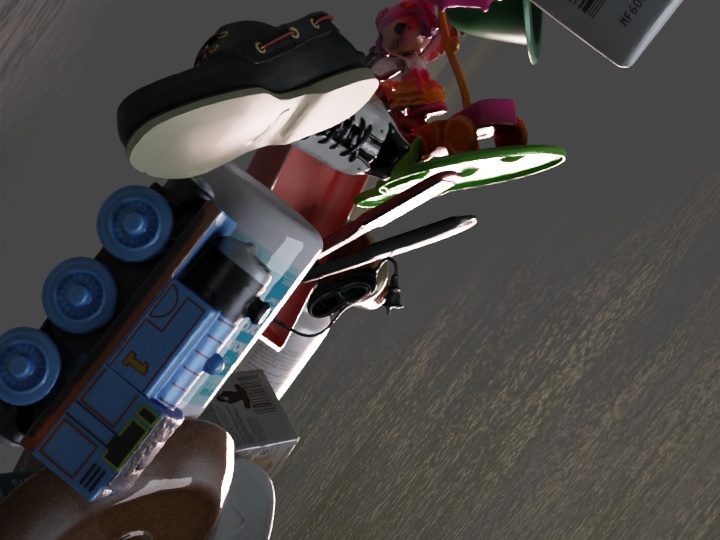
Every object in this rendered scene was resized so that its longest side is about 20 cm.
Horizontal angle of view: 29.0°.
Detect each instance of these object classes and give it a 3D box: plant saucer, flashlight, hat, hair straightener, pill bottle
[{"bbox_3d":[-0.059,-0.047,1.127,0.201,0.037,0.200,-63,163,-7],"label":"plant saucer"},{"bbox_3d":[0.033,-0.171,1.346,0.068,0.068,0.200,-55,175,2],"label":"flashlight"},{"bbox_3d":[0.093,-0.284,1.410,0.166,0.175,0.202,-30,120,-75],"label":"hat"},{"bbox_3d":[0.000,0.000,1.047,0.199,0.077,0.041,-26,170,18],"label":"hair straightener"},{"bbox_3d":[-0.098,0.058,1.499,0.200,0.114,0.114,-54,176,18],"label":"pill bottle"},{"bbox_3d":[-0.167,0.178,0.948,0.199,0.037,0.201,-26,150,-16],"label":"plant saucer"},{"bbox_3d":[-0.123,0.027,0.940,0.200,0.111,0.111,-53,176,5],"label":"pill bottle"}]

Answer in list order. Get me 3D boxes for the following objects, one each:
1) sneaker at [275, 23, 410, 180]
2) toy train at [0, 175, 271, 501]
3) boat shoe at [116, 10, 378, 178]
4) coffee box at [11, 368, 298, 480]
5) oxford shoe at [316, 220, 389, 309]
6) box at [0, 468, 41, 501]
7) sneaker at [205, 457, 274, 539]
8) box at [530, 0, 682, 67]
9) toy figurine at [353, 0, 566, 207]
[{"bbox_3d":[-0.022,-0.110,0.954,0.074,0.080,0.200,-53,160,12],"label":"sneaker"},{"bbox_3d":[-0.137,0.038,0.841,0.200,0.114,0.087,-52,177,-3],"label":"toy train"},{"bbox_3d":[-0.070,-0.103,0.793,0.074,0.063,0.201,-42,170,38],"label":"boat shoe"},{"bbox_3d":[-0.166,0.153,1.131,0.199,0.080,0.115,-6,142,-39],"label":"coffee box"},{"bbox_3d":[0.001,0.001,1.247,0.071,0.074,0.200,-61,-166,0],"label":"oxford shoe"},{"bbox_3d":[-0.236,0.206,1.007,0.199,0.051,0.158,-2,139,-44],"label":"box"},{"bbox_3d":[-0.125,0.242,1.060,0.099,0.071,0.201,-44,-161,33],"label":"sneaker"},{"bbox_3d":[0.201,-0.310,1.082,0.200,0.199,0.171,-55,176,33],"label":"box"},{"bbox_3d":[0.057,-0.159,1.103,0.149,0.186,0.199,-5,174,-37],"label":"toy figurine"}]
